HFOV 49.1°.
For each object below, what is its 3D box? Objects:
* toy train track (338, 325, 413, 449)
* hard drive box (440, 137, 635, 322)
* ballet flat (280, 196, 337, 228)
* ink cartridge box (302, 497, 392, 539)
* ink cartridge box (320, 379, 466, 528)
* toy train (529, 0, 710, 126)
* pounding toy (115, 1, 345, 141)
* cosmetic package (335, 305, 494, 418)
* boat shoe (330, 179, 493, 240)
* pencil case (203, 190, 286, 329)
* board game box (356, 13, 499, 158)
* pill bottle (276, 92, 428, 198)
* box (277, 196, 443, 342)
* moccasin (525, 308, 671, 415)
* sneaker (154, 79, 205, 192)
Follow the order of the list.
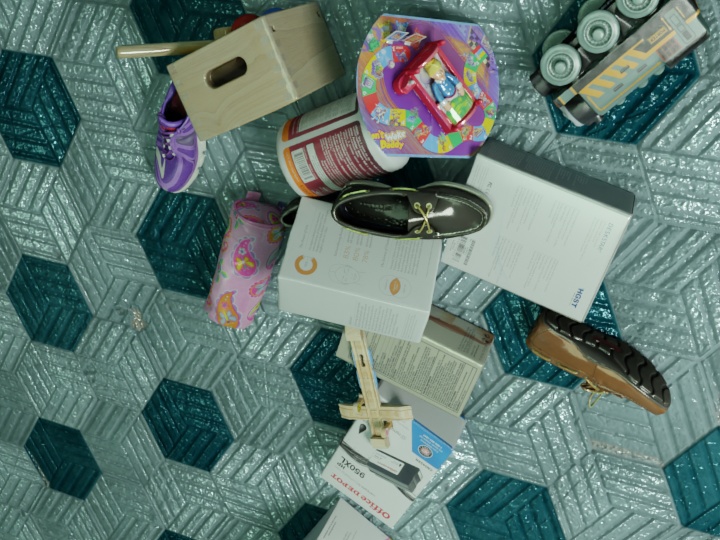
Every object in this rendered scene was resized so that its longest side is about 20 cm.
[{"bbox_3d":[0.008,0.169,1.106,0.113,0.033,0.204,-3,112,24],"label":"toy train track"},{"bbox_3d":[0.220,-0.052,0.993,0.197,0.077,0.158,24,120,12],"label":"hard drive box"},{"bbox_3d":[-0.018,-0.072,1.096,0.196,0.057,0.068,0,114,23],"label":"ballet flat"},{"bbox_3d":[-0.016,0.521,1.309,0.199,0.145,0.148,38,122,2],"label":"ink cartridge box"},{"bbox_3d":[0.047,0.272,1.207,0.143,0.084,0.202,34,122,6],"label":"ink cartridge box"},{"bbox_3d":[0.286,-0.250,0.878,0.114,0.086,0.199,42,122,-11],"label":"toy train"},{"bbox_3d":[-0.159,-0.262,0.995,0.197,0.184,0.144,-16,106,28],"label":"pounding toy"},{"bbox_3d":[0.077,0.106,1.118,0.197,0.087,0.105,26,122,9],"label":"cosmetic package"},{"bbox_3d":[0.062,-0.069,0.967,0.197,0.061,0.073,5,116,15],"label":"boat shoe"},{"bbox_3d":[-0.173,-0.012,1.176,0.086,0.087,0.203,26,119,10],"label":"pencil case"},{"bbox_3d":[0.091,-0.213,0.915,0.039,0.196,0.162,-168,77,-64],"label":"board game box"},{"bbox_3d":[-0.002,-0.170,1.014,0.197,0.110,0.111,-15,107,28],"label":"pill bottle"},{"bbox_3d":[0.000,0.000,1.041,0.196,0.126,0.098,14,151,2],"label":"box"},{"bbox_3d":[0.312,0.130,1.040,0.199,0.074,0.079,26,130,7],"label":"moccasin"},{"bbox_3d":[-0.268,-0.202,1.128,0.080,0.084,0.203,25,121,10],"label":"sneaker"}]
